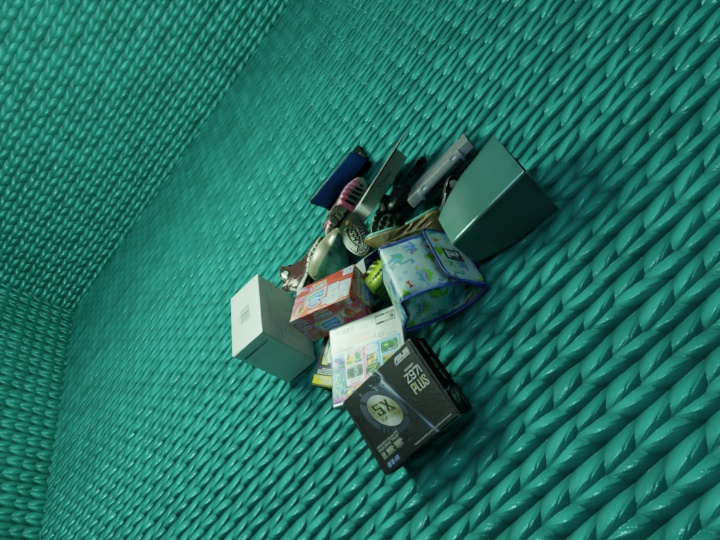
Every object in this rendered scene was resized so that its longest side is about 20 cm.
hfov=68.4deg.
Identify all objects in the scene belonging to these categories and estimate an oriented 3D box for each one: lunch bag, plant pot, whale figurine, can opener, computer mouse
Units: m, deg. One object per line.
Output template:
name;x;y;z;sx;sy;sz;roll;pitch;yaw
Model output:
lunch bag;0.153;0.008;1.135;0.192;0.130;0.173;-16;45;-7
plant pot;0.268;-0.131;1.095;0.200;0.139;0.144;-46;39;22
whale figurine;-0.061;-0.050;1.460;0.203;0.102;0.160;-56;-7;-28
can opener;0.204;-0.137;1.245;0.061;0.079;0.207;20;83;12
computer mouse;0.116;-0.231;1.372;0.058;0.034;0.203;-34;22;55

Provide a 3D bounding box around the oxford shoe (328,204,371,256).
oxford shoe;-0.008;-0.093;1.342;0.073;0.084;0.202;-43;39;10

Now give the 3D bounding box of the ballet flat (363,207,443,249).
ballet flat;0.103;-0.075;1.213;0.193;0.068;0.075;-21;79;10

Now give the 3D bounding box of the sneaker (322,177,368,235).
sneaker;-0.052;-0.188;1.561;0.204;0.078;0.095;-57;26;1

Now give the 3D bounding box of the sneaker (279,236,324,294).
sneaker;-0.176;-0.021;1.530;0.111;0.077;0.205;6;52;20

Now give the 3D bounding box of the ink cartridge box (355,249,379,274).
ink cartridge box;0.000;0.000;1.328;0.199;0.094;0.038;-40;83;41

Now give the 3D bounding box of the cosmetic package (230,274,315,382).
cosmetic package;-0.236;0.157;1.430;0.122;0.198;0.204;-36;43;20

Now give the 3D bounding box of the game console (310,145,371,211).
game console;-0.074;-0.295;1.611;0.200;0.117;0.173;-45;40;17

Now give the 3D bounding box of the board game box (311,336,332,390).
board game box;-0.017;0.205;1.265;0.196;0.056;0.172;-5;65;47

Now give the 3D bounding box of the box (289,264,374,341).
box;-0.067;0.082;1.283;0.195;0.095;0.102;-24;38;32

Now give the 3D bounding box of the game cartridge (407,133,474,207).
game cartridge;0.194;-0.243;1.290;0.200;0.038;0.131;-45;14;20

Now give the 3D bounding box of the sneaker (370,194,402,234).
sneaker;0.057;-0.109;1.360;0.090;0.075;0.202;-58;5;36

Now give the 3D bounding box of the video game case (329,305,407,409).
video game case;0.017;0.191;1.172;0.195;0.024;0.188;-22;55;25

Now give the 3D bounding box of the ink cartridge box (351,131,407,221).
ink cartridge box;0.059;-0.235;1.376;0.203;0.044;0.176;-58;5;-23

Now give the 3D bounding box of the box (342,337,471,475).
box;0.088;0.261;1.030;0.200;0.085;0.166;-44;67;18

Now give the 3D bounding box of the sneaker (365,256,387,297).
sneaker;0.091;-0.021;1.276;0.200;0.084;0.074;-45;43;-11
